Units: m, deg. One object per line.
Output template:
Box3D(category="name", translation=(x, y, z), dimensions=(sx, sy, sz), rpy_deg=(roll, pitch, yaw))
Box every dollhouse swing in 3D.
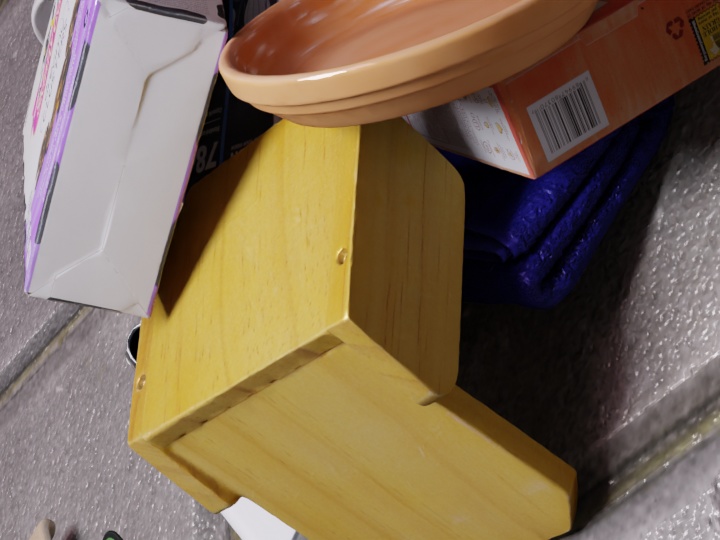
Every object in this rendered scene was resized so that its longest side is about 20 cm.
Box3D(category="dollhouse swing", translation=(0.008, 0.042, 1.110), dimensions=(0.200, 0.175, 0.183), rpy_deg=(-32, 45, 47))

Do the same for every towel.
Box3D(category="towel", translation=(0.066, -0.054, 1.152), dimensions=(0.199, 0.049, 0.148), rpy_deg=(9, 63, 57))

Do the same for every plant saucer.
Box3D(category="plant saucer", translation=(0.031, -0.117, 1.025), dimensions=(0.198, 0.038, 0.200), rpy_deg=(-19, 21, 7))

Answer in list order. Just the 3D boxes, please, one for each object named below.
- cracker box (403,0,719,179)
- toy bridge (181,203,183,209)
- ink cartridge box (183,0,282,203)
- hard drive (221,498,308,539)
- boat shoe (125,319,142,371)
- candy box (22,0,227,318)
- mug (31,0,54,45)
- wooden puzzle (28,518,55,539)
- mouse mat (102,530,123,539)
Box3D(category="cracker box", translation=(0.086, -0.116, 1.106), dimensions=(0.133, 0.058, 0.200), rpy_deg=(-31, 23, -15))
Box3D(category="toy bridge", translation=(-0.075, 0.027, 1.234), dimensions=(0.201, 0.067, 0.027), rpy_deg=(-88, 21, -43))
Box3D(category="ink cartridge box", translation=(-0.058, -0.102, 1.186), dimensions=(0.099, 0.039, 0.202), rpy_deg=(-15, 71, 52))
Box3D(category="hard drive", translation=(-0.054, 0.091, 1.327), dimensions=(0.133, 0.027, 0.200), rpy_deg=(-65, 31, 9))
Box3D(category="boat shoe", translation=(-0.113, 0.043, 1.339), dimensions=(0.200, 0.067, 0.073), rpy_deg=(180, 102, -75))
Box3D(category="candy box", translation=(-0.131, -0.099, 1.161), dimensions=(0.200, 0.071, 0.169), rpy_deg=(-107, 31, -61))
Box3D(category="mug", translation=(-0.146, -0.226, 1.567), dimensions=(0.200, 0.146, 0.177), rpy_deg=(102, 179, -65))
Box3D(category="wooden puzzle", translation=(-0.235, 0.301, 1.491), dimensions=(0.186, 0.046, 0.201), rpy_deg=(-57, 28, 22))
Box3D(category="mouse mat", translation=(-0.110, 0.266, 1.248), dimensions=(0.200, 0.007, 0.162), rpy_deg=(41, 130, 43))
